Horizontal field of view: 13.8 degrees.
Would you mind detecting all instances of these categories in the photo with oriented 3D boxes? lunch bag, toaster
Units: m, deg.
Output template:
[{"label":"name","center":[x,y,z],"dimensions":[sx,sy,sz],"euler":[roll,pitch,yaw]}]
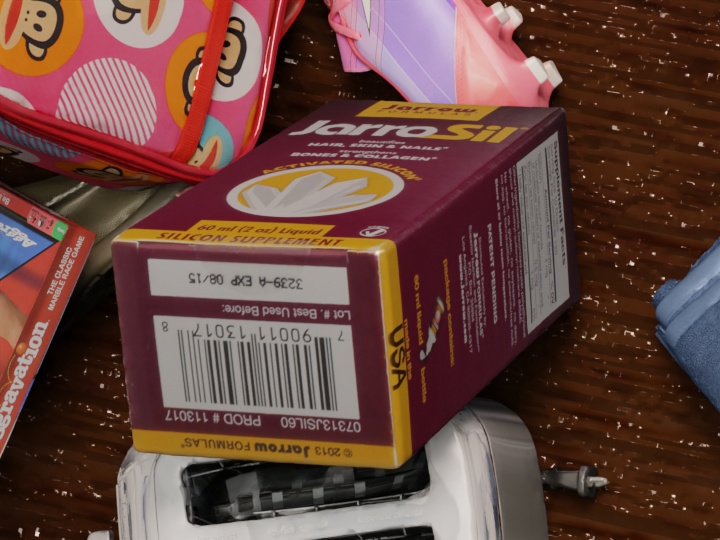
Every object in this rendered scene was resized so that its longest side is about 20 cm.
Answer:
[{"label":"lunch bag","center":[-0.091,-0.133,1.177],"dimensions":[0.082,0.176,0.200],"euler":[-2,73,49]},{"label":"toaster","center":[-0.005,0.105,1.188],"dimensions":[0.200,0.129,0.114],"euler":[-7,83,11]}]

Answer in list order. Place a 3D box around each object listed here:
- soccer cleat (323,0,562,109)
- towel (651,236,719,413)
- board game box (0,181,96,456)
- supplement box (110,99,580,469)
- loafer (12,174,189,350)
[{"label":"soccer cleat","center":[0.004,-0.129,1.249],"dimensions":[0.076,0.067,0.200],"euler":[-37,80,10]},{"label":"towel","center":[0.205,0.049,1.158],"dimensions":[0.112,0.049,0.200],"euler":[-43,51,8]},{"label":"board game box","center":[-0.195,-0.003,1.244],"dimensions":[0.200,0.019,0.103],"euler":[27,96,43]},{"label":"supplement box","center":[0.000,0.000,1.140],"dimensions":[0.110,0.200,0.086],"euler":[3,109,23]},{"label":"loafer","center":[-0.131,-0.014,1.255],"dimensions":[0.200,0.076,0.067],"euler":[-41,83,4]}]
